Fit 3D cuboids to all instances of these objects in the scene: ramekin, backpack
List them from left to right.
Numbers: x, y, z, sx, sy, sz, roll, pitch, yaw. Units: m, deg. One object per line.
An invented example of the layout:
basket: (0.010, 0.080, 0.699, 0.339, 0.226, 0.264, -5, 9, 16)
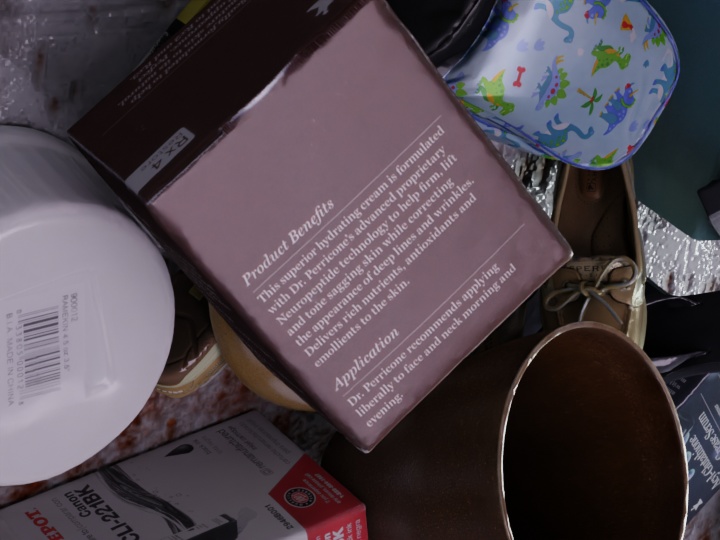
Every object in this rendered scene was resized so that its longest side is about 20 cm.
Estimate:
ramekin: (-0.205, 0.027, 1.274, 0.199, 0.098, 0.202, -16, 122, -28)
backpack: (0.108, -0.147, 1.395, 0.164, 0.153, 0.200, -59, 145, -3)

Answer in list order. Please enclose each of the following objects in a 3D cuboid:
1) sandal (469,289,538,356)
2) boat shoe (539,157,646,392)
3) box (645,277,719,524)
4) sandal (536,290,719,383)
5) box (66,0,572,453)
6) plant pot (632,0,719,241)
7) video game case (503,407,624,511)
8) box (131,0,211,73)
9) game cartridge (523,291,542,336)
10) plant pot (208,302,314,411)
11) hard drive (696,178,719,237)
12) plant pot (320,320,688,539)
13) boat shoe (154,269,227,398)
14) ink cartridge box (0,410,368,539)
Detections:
sandal: (0.087, 0.015, 1.463, 0.080, 0.054, 0.201, -23, 126, -24)
boat shoe: (0.153, -0.017, 1.466, 0.073, 0.201, 0.063, -4, 152, 6)
box: (0.183, 0.128, 1.585, 0.200, 0.107, 0.149, -46, 146, -6)
sandal: (0.203, 0.045, 1.491, 0.199, 0.077, 0.043, -14, 157, -2)
box: (-0.024, -0.042, 1.213, 0.166, 0.164, 0.200, -42, 116, -6)
plant pot: (0.263, -0.129, 1.507, 0.140, 0.141, 0.201, -4, 118, -34)
video game case: (0.120, 0.185, 1.478, 0.018, 0.142, 0.202, -14, 98, -62)
box: (-0.050, -0.161, 1.303, 0.200, 0.075, 0.050, -49, 130, -2)
game cartridge: (0.067, 0.011, 1.507, 0.200, 0.041, 0.133, 34, 96, -42)
plant pot: (0.000, 0.000, 1.359, 0.199, 0.027, 0.202, -14, 118, -28)
hard drive: (0.334, -0.061, 1.456, 0.199, 0.033, 0.140, -27, 149, 13)
plant pot: (0.075, 0.136, 1.401, 0.186, 0.199, 0.189, 9, 77, -45)
boat shoe: (-0.066, -0.001, 1.392, 0.200, 0.072, 0.076, -44, 156, -8)
ink cartridge box: (-0.114, 0.184, 1.393, 0.199, 0.144, 0.084, -21, 123, -26)
